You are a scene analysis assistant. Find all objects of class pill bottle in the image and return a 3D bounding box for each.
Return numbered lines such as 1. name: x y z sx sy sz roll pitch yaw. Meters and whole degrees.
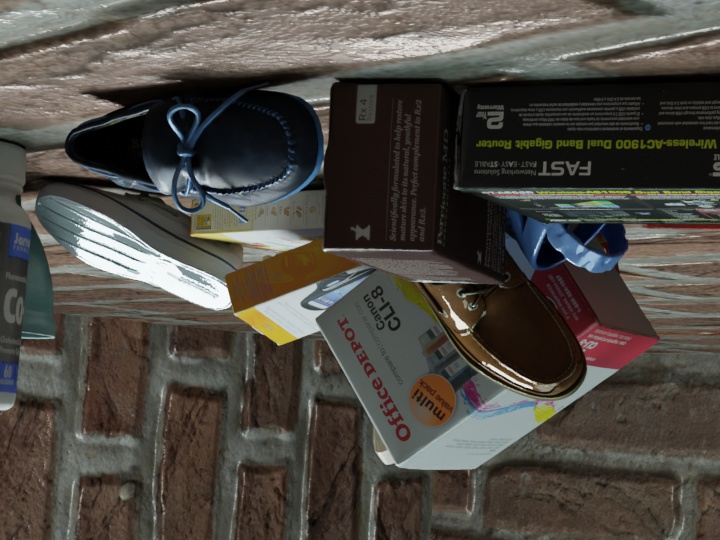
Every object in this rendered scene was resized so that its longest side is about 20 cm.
1. pill bottle: -0.310 0.003 1.311 0.113 0.201 0.114 4 175 0

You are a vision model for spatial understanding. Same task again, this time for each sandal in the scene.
1. sandal: 0.123 -0.041 1.190 0.079 0.087 0.200 4 177 -28

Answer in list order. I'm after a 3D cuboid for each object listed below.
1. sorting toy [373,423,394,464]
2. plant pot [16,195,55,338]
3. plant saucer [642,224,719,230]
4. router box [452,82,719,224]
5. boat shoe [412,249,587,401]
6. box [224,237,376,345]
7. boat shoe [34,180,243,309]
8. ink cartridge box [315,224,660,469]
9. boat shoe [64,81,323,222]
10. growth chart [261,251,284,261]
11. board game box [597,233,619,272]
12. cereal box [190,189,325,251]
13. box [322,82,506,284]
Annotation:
1. sorting toy: 0.089 0.049 1.551 0.198 0.200 0.070 -24 126 18
2. plant pot: -0.366 -0.013 1.531 0.199 0.135 0.200 4 175 0
3. plant saucer: 0.293 -0.056 1.170 0.199 0.037 0.200 1 174 8
4. router box: 0.173 -0.066 1.008 0.199 0.062 0.150 1 175 26
5. boat shoe: 0.076 0.011 1.198 0.200 0.072 0.068 43 172 17
6. box: 0.000 0.000 1.426 0.199 0.042 0.119 -22 160 9
7. boat shoe: -0.195 -0.033 1.536 0.200 0.067 0.074 31 135 -22
8. ink cartridge box: 0.099 0.046 1.355 0.200 0.146 0.145 -38 158 20
9. boat shoe: -0.106 -0.067 1.050 0.069 0.085 0.200 -7 -179 -43
10. growth chart: -0.016 -0.015 1.610 0.144 0.018 0.200 -14 -171 -22
11. board game box: 0.123 0.010 1.485 0.199 0.096 0.030 -14 131 14
12. cereal box: -0.029 -0.042 1.506 0.199 0.040 0.144 -1 174 38
13. box: 0.039 -0.050 1.076 0.075 0.101 0.200 1 175 18
